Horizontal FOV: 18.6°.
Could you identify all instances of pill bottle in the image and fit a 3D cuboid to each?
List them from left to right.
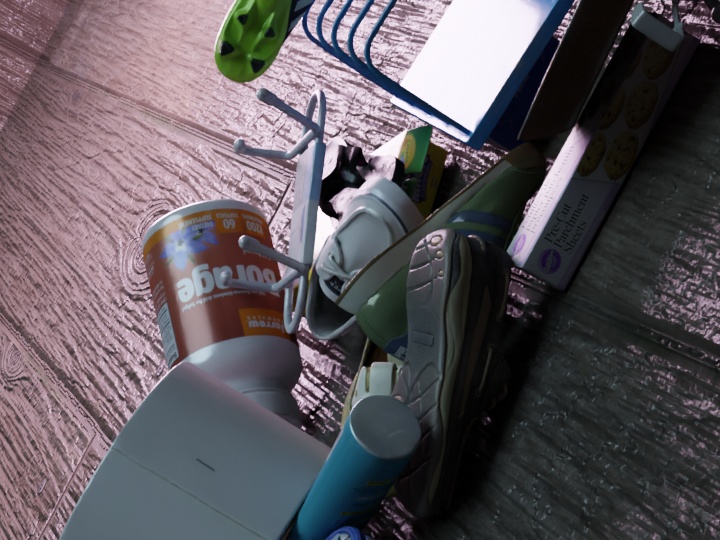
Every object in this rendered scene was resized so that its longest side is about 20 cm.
[{"bbox_3d":[-0.111,0.050,1.845,0.112,0.112,0.201,-42,54,42],"label":"pill bottle"}]

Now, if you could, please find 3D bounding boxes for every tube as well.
[{"bbox_3d":[-0.012,0.160,1.535,0.050,0.077,0.200,61,148,25],"label":"tube"}]

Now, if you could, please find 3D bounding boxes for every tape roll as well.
[{"bbox_3d":[-0.123,0.186,1.627,0.203,0.139,0.203,-58,-7,-12],"label":"tape roll"}]

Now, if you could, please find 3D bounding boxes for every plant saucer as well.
[{"bbox_3d":[0.163,-0.173,1.498,0.201,0.034,0.200,-64,-4,-8],"label":"plant saucer"}]

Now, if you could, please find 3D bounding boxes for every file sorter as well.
[{"bbox_3d":[0.052,-0.199,1.702,0.139,0.123,0.200,-57,20,2],"label":"file sorter"}]

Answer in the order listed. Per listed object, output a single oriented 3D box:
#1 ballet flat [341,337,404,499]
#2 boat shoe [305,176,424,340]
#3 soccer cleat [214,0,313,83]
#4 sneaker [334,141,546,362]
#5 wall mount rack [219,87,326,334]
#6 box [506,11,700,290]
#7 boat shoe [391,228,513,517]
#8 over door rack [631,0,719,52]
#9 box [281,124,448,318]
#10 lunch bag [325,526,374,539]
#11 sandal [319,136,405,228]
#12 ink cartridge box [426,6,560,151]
[{"bbox_3d":[0.026,0.070,1.612,0.071,0.071,0.200,-35,31,51],"label":"ballet flat"},{"bbox_3d":[0.000,0.000,1.707,0.065,0.074,0.200,-42,-16,-26],"label":"boat shoe"},{"bbox_3d":[-0.054,-0.240,1.742,0.200,0.067,0.081,-56,8,9],"label":"soccer cleat"},{"bbox_3d":[0.079,-0.004,1.596,0.200,0.090,0.067,-38,-7,-25],"label":"sneaker"},{"bbox_3d":[-0.067,-0.057,1.730,0.174,0.074,0.201,139,137,-73],"label":"wall mount rack"},{"bbox_3d":[0.167,-0.084,1.525,0.200,0.041,0.039,-61,20,1],"label":"box"},{"bbox_3d":[0.070,0.073,1.515,0.074,0.073,0.201,-156,72,-63],"label":"boat shoe"},{"bbox_3d":[0.254,-0.225,1.435,0.148,0.067,0.200,-52,3,28],"label":"over door rack"},{"bbox_3d":[0.006,-0.040,1.845,0.200,0.048,0.118,-32,35,57],"label":"box"},{"bbox_3d":[-0.020,0.272,1.475,0.160,0.075,0.200,-49,26,27],"label":"lunch bag"},{"bbox_3d":[-0.018,-0.073,1.807,0.076,0.048,0.200,-61,20,0],"label":"sandal"},{"bbox_3d":[0.097,-0.156,1.774,0.094,0.044,0.200,-60,20,0],"label":"ink cartridge box"}]
